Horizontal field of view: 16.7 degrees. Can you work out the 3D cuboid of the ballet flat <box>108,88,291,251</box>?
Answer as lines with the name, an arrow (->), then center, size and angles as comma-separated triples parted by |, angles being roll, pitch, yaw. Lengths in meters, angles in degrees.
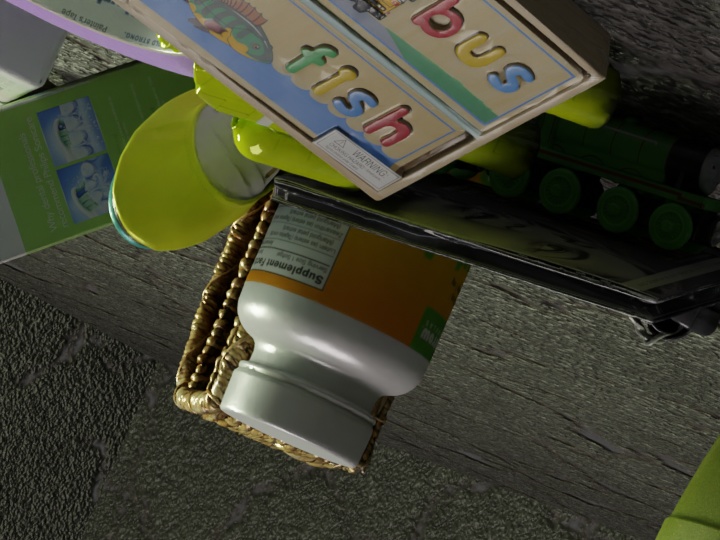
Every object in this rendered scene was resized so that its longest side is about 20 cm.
ballet flat -> -0.048, -0.072, 1.215 | 0.067, 0.200, 0.067 | -27, 96, 39

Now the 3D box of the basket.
basket -> -0.050, 0.002, 1.516 | 0.142, 0.201, 0.149 | 18, 173, 44

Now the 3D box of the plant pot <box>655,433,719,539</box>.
plant pot -> 0.277, 0.120, 1.355 | 0.199, 0.194, 0.200 | 23, 172, 4

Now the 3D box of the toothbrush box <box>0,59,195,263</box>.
toothbrush box -> -0.166, -0.065, 1.427 | 0.087, 0.199, 0.146 | 70, 163, -6

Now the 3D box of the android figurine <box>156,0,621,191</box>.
android figurine -> 0.010, -0.090, 1.075 | 0.199, 0.041, 0.182 | 16, 152, -31

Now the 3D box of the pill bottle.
pill bottle -> 0.000, 0.000, 1.343 | 0.111, 0.201, 0.111 | 23, 173, 3

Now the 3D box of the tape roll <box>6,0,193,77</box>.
tape roll -> -0.126, -0.160, 1.153 | 0.199, 0.066, 0.200 | 23, 172, 3

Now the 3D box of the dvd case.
dvd case -> 0.076, -0.018, 1.181 | 0.199, 0.016, 0.149 | 19, -167, 24

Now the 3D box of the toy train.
toy train -> 0.092, -0.059, 1.208 | 0.199, 0.057, 0.042 | 19, -174, 29

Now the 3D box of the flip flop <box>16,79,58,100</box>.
flip flop -> -0.245, -0.106, 1.858 | 0.058, 0.081, 0.200 | 39, 177, 23

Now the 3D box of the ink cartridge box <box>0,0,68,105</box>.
ink cartridge box -> -0.250, -0.163, 1.420 | 0.144, 0.085, 0.200 | 26, 171, -16

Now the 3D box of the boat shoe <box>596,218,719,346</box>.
boat shoe -> 0.167, 0.009, 1.415 | 0.072, 0.063, 0.200 | 25, 172, -10

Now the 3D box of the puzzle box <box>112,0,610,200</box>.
puzzle box -> -0.013, -0.112, 0.973 | 0.200, 0.026, 0.133 | 35, 135, -30
